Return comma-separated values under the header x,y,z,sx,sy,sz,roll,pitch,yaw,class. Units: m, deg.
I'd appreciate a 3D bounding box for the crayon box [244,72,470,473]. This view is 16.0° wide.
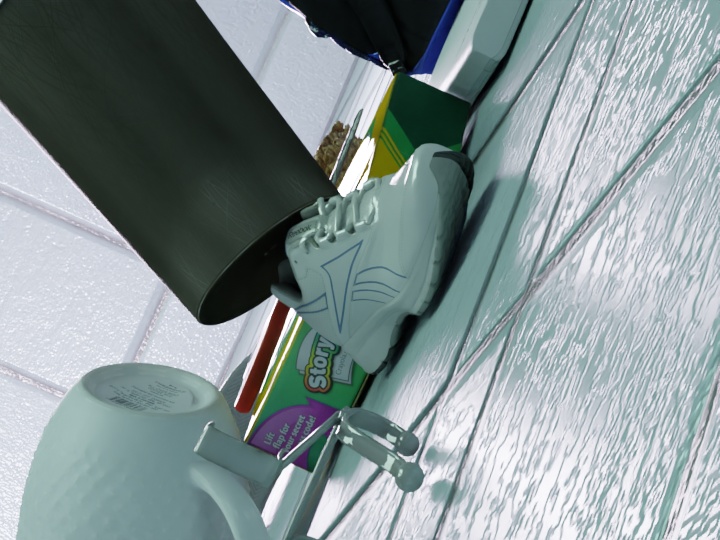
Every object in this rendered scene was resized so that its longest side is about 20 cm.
x,y,z,sx,sy,sz,roll,pitch,yaw,class
0.000,0.000,1.604,0.173,0.058,0.201,-77,11,-63,crayon box

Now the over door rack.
x,y,z,sx,sy,sz,roll,pitch,yaw,class
-0.037,0.139,1.102,0.148,0.066,0.200,-66,-17,8,over door rack

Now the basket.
x,y,z,sx,sy,sz,roll,pitch,yaw,class
-0.112,-0.078,1.512,0.136,0.200,0.180,-40,-14,-1,basket

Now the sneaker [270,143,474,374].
x,y,z,sx,sy,sz,roll,pitch,yaw,class
0.004,-0.010,1.416,0.200,0.087,0.075,121,173,-55,sneaker

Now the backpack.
x,y,z,sx,sy,sz,roll,pitch,yaw,class
0.005,-0.247,1.866,0.163,0.199,0.168,-63,-14,12,backpack

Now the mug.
x,y,z,sx,sy,sz,roll,pitch,yaw,class
-0.122,0.162,1.565,0.200,0.147,0.176,25,115,44,mug

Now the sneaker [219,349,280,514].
x,y,z,sx,sy,sz,roll,pitch,yaw,class
-0.098,0.154,1.892,0.116,0.073,0.201,135,158,-70,sneaker

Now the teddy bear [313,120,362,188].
x,y,z,sx,sy,sz,roll,pitch,yaw,class
-0.019,-0.016,1.998,0.145,0.066,0.201,-49,-21,-71,teddy bear

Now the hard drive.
x,y,z,sx,sy,sz,roll,pitch,yaw,class
0.081,-0.160,1.691,0.200,0.027,0.132,126,168,-69,hard drive

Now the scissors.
x,y,z,sx,sy,sz,roll,pitch,yaw,class
-0.036,-0.004,1.609,0.073,0.014,0.201,-74,8,-75,scissors
